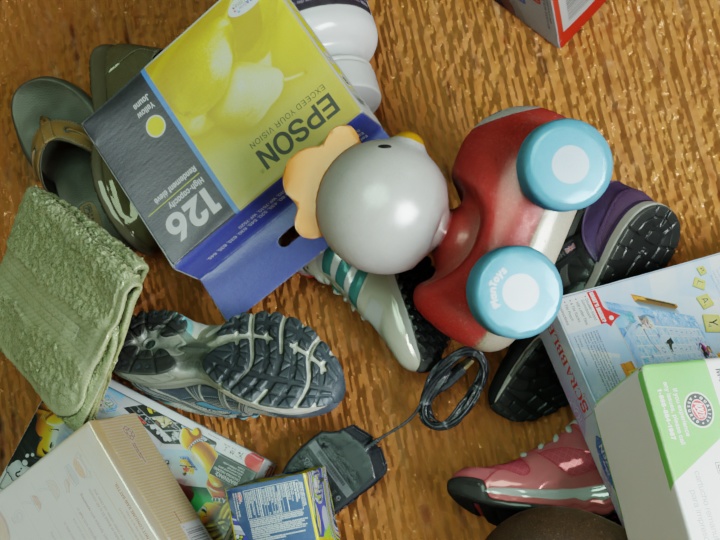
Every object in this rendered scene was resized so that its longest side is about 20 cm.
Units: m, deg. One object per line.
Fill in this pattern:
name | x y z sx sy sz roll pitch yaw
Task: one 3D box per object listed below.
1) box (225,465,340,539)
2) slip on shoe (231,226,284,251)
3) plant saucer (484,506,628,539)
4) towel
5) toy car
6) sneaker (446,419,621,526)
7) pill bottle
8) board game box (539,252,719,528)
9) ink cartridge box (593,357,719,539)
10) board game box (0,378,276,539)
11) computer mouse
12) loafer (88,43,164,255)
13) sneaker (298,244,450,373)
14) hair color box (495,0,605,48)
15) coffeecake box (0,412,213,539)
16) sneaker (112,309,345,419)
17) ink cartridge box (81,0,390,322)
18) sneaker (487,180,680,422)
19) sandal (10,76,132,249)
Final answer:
box | -0.042 0.249 0.963 0.064 0.070 0.201 -12 84 10
slip on shoe | -0.103 -0.104 1.105 0.076 0.061 0.200 -26 66 25
plant saucer | 0.144 0.261 0.891 0.200 0.034 0.201 13 110 38
towel | -0.244 0.024 1.058 0.200 0.036 0.149 35 107 45
toy car | 0.047 -0.054 0.930 0.200 0.184 0.177 22 89 -5
sneaker | 0.164 0.144 0.971 0.200 0.074 0.087 -2 65 6
pill bottle | -0.050 -0.217 1.096 0.111 0.111 0.200 -21 70 7
board game box | 0.251 0.091 0.928 0.199 0.041 0.200 -14 69 -18
ink cartridge box | 0.270 0.130 0.842 0.199 0.084 0.146 -5 67 -17
board game box | -0.183 0.167 1.058 0.200 0.035 0.126 24 82 19
computer mouse | 0.018 0.127 1.014 0.200 0.034 0.059 -36 79 7
loafer | -0.186 -0.111 1.118 0.067 0.076 0.200 -17 71 15
sneaker | 0.000 0.000 1.056 0.093 0.070 0.200 -30 73 28
hair color box | 0.104 -0.280 1.077 0.064 0.111 0.200 -46 69 -3
coffeecake box | -0.220 0.229 0.998 0.200 0.073 0.154 -38 77 15
sneaker | -0.097 0.080 1.035 0.200 0.086 0.078 9 61 25
ink cartridge box | -0.092 -0.095 1.022 0.198 0.047 0.200 -38 76 14
sneaker | 0.157 0.022 1.012 0.200 0.076 0.088 -54 39 4
sandal | -0.254 -0.087 1.139 0.082 0.055 0.200 -21 71 7
